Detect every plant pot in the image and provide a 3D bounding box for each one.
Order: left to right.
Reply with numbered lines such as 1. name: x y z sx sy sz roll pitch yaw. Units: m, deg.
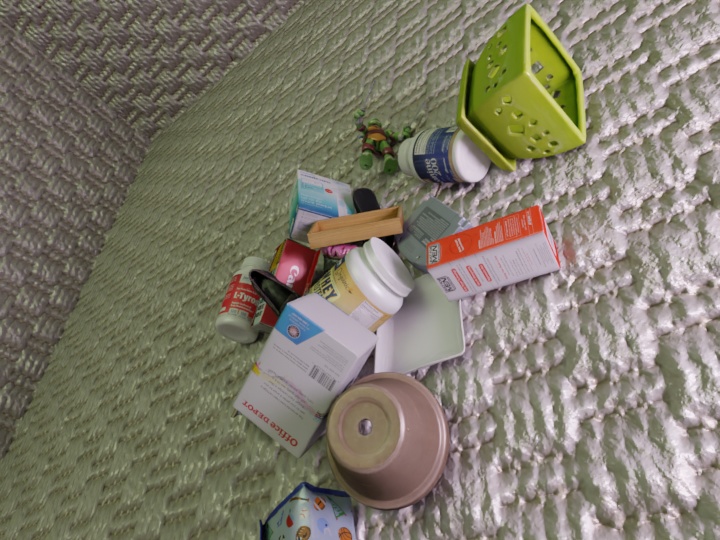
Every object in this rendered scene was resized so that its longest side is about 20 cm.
1. plant pot: 0.024 0.238 0.826 0.194 0.175 0.206 -6 68 14
2. plant pot: 0.293 -0.324 1.069 0.180 0.198 0.203 -26 41 43

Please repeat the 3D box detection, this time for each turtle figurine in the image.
1. turtle figurine: 0.052 -0.350 1.417 0.198 0.143 0.198 -31 43 33

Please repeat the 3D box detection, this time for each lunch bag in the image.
1. lunch bag: -0.100 0.462 0.888 0.201 0.122 0.172 -49 31 29

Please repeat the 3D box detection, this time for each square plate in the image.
1. square plate: 0.109 0.099 1.045 0.197 0.028 0.202 -27 41 33

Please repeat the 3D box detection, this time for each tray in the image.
1. tray: -0.007 -0.091 1.204 0.194 0.038 0.099 -9 19 9

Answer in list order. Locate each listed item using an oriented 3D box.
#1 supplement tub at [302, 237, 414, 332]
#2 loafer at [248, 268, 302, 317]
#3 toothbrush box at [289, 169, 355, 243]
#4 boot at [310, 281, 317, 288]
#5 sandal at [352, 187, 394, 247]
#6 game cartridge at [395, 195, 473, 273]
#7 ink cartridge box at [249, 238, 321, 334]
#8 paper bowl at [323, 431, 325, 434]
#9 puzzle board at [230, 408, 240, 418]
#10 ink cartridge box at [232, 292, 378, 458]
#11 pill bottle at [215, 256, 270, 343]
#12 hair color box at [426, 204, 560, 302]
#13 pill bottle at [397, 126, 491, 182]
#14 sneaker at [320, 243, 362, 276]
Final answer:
1. supplement tub: -0.008 0.050 1.076 0.199 0.143 0.146 -42 35 18
2. loafer: -0.163 0.066 1.198 0.198 0.063 0.072 37 84 19
3. toothbrush box: -0.094 -0.145 1.368 0.202 0.143 0.087 -100 28 -56
4. boot: -0.075 0.088 1.241 0.198 0.074 0.109 -3 59 58
5. sandal: 0.026 -0.103 1.294 0.046 0.073 0.204 105 156 -49
6. game cartridge: 0.137 -0.070 1.133 0.133 0.040 0.200 -45 24 5
7. ink cartridge box: -0.172 0.041 1.303 0.175 0.082 0.205 153 135 -67
8. paper bowl: -0.115 0.223 1.132 0.198 0.104 0.204 -29 40 28
9. puzzle board: -0.219 0.240 1.224 0.153 0.017 0.200 -61 -1 -10
10. ink cartridge box: -0.089 0.170 0.961 0.203 0.145 0.146 -59 -10 12
11. pill bottle: -0.291 0.073 1.465 0.110 0.112 0.204 -17 47 39
12. hair color box: 0.216 -0.024 0.940 0.196 0.102 0.062 -19 44 25
13. pill bottle: 0.171 -0.243 1.206 0.198 0.111 0.113 11 67 53
14. sneaker: 0.000 0.000 1.198 0.196 0.078 0.098 12 100 31
